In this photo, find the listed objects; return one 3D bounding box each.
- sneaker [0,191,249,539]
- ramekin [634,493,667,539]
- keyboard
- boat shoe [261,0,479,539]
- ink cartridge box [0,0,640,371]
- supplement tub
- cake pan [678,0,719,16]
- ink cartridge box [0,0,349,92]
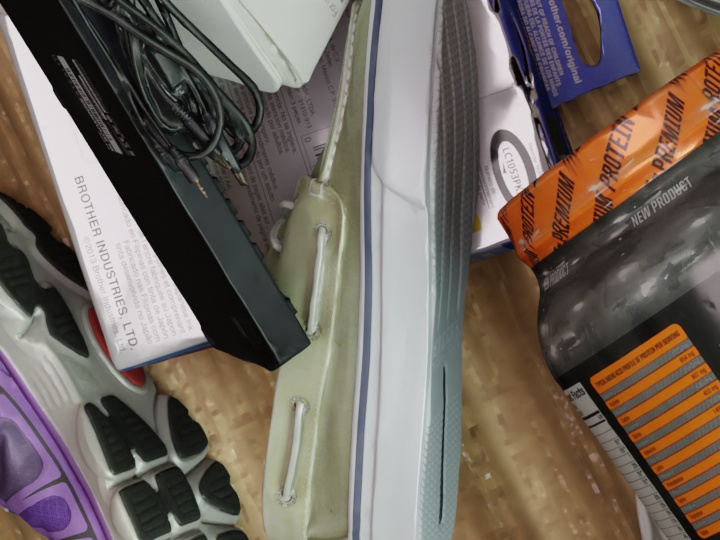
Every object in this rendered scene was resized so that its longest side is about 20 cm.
[{"bbox_3d":[-0.111,0.066,0.910,0.083,0.081,0.200,-38,77,23],"label":"sneaker"},{"bbox_3d":[0.188,0.074,0.836,0.202,0.094,0.203,1,94,10],"label":"ramekin"},{"bbox_3d":[-0.063,-0.058,0.753,0.040,0.104,0.200,-37,111,-15],"label":"keyboard"},{"bbox_3d":[0.000,0.000,0.803,0.062,0.072,0.200,5,96,14],"label":"boat shoe"},{"bbox_3d":[-0.006,-0.059,0.871,0.200,0.076,0.137,-18,91,12],"label":"ink cartridge box"},{"bbox_3d":[0.135,0.038,0.726,0.122,0.123,0.200,-35,87,10],"label":"supplement tub"},{"bbox_3d":[0.148,-0.181,0.832,0.200,0.037,0.201,1,94,10],"label":"cake pan"},{"bbox_3d":[-0.047,-0.175,0.814,0.146,0.084,0.200,17,72,31],"label":"ink cartridge box"}]
